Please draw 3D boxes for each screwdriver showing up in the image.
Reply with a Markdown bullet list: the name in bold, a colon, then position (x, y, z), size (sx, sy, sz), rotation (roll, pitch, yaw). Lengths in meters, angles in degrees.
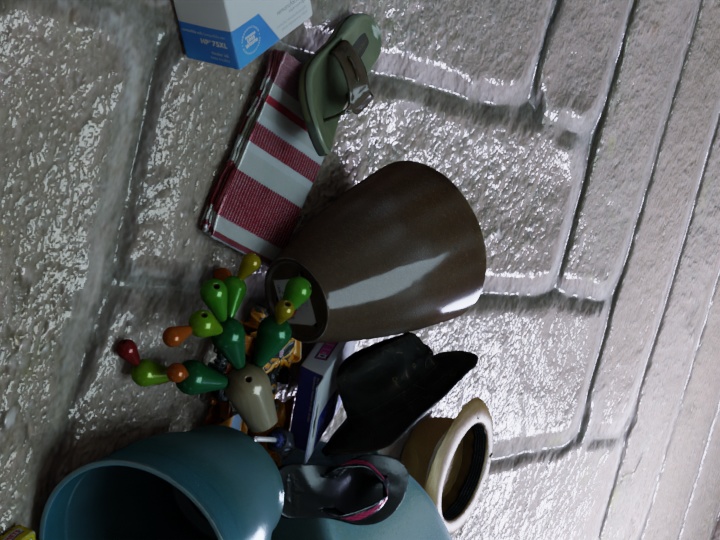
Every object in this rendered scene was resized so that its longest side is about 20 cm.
- **screwdriver**: position (-0.084, 0.168, 1.402), size (0.200, 0.029, 0.028), rotation (85, -1, -82)

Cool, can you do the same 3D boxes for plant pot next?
- **plant pot**: position (-0.171, 0.239, 1.349), size (0.188, 0.200, 0.200), rotation (-36, 136, -63)
- **plant pot**: position (-0.028, 0.310, 1.608), size (0.196, 0.196, 0.200), rotation (-40, 122, -41)
- **plant pot**: position (0.000, 0.000, 1.502), size (0.200, 0.187, 0.187), rotation (-25, 127, -41)

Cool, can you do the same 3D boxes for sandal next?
- **sandal**: position (-0.012, -0.199, 1.439), size (0.201, 0.057, 0.080), rotation (-65, 144, -39)
- **sandal**: position (-0.012, 0.232, 1.484), size (0.200, 0.045, 0.075), rotation (5, 76, -47)

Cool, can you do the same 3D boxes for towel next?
- **towel**: position (-0.087, -0.111, 1.444), size (0.144, 0.023, 0.200), rotation (30, 81, -60)

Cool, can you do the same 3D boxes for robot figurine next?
- **robot figurine**: position (-0.112, 0.135, 1.496), size (0.145, 0.058, 0.200), rotation (-14, 118, -57)

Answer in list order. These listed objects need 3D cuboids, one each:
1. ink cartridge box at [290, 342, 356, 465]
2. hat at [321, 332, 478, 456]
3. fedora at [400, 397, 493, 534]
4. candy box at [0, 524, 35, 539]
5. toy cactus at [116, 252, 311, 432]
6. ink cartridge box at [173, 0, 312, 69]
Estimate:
- **ink cartridge box**: position (-0.044, 0.131, 1.553), size (0.200, 0.037, 0.095), rotation (-59, 161, -69)
- **hat**: position (0.026, 0.118, 1.537), size (0.201, 0.200, 0.081), rotation (-42, 105, -40)
- **fedora**: position (0.107, 0.258, 1.885), size (0.201, 0.082, 0.201), rotation (-33, 130, -52)
- **candy box**: position (-0.330, 0.339, 1.292), size (0.102, 0.026, 0.200), rotation (-37, 135, -47)
- **toy cactus**: position (-0.131, 0.083, 1.389), size (0.200, 0.102, 0.165), rotation (-32, 115, -28)
- **ink cartridge box**: position (-0.115, -0.296, 1.256), size (0.116, 0.067, 0.200), rotation (-45, 139, -37)
